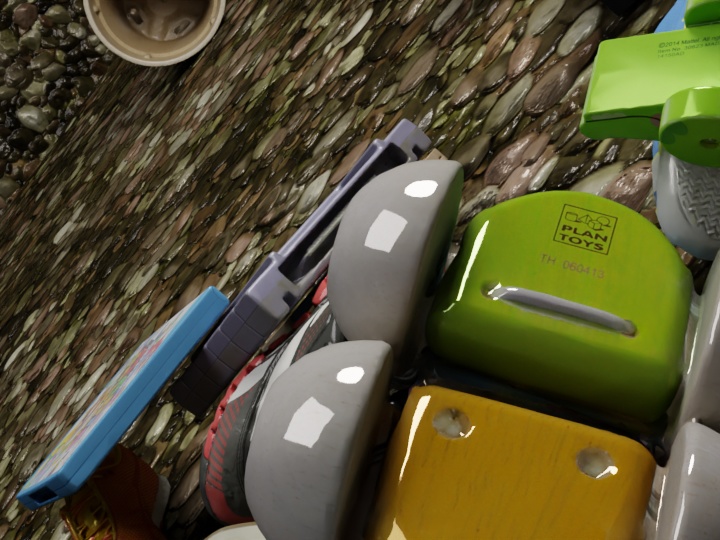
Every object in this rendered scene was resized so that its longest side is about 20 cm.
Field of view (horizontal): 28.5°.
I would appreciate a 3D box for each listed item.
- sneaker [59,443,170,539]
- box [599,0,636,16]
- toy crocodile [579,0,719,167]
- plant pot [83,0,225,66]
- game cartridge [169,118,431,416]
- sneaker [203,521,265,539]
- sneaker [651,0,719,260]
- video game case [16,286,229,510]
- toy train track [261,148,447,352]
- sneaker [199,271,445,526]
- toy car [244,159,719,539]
[{"bbox_3d":[-0.165,0.174,0.923,0.073,0.077,0.200,-49,21,4],"label":"sneaker"},{"bbox_3d":[0.179,-0.270,0.906,0.141,0.079,0.200,-40,23,24],"label":"box"},{"bbox_3d":[0.173,-0.075,0.523,0.199,0.062,0.068,-8,59,37],"label":"toy crocodile"},{"bbox_3d":[-0.294,-0.400,2.064,0.201,0.200,0.184,-51,9,4],"label":"plant pot"},{"bbox_3d":[-0.038,-0.004,0.887,0.130,0.038,0.200,-43,6,46],"label":"game cartridge"},{"bbox_3d":[-0.042,0.170,0.660,0.200,0.067,0.090,-24,29,48],"label":"sneaker"},{"bbox_3d":[0.165,-0.074,0.644,0.200,0.076,0.105,-64,4,-28],"label":"sneaker"},{"bbox_3d":[-0.155,0.086,0.893,0.143,0.018,0.200,-52,8,-22],"label":"video game case"},{"bbox_3d":[0.000,0.000,0.908,0.200,0.033,0.115,-48,2,39],"label":"toy train track"},{"bbox_3d":[-0.018,0.065,0.785,0.201,0.071,0.098,-51,17,0],"label":"sneaker"},{"bbox_3d":[0.061,0.066,0.525,0.150,0.174,0.200,93,-165,-52],"label":"toy car"}]
